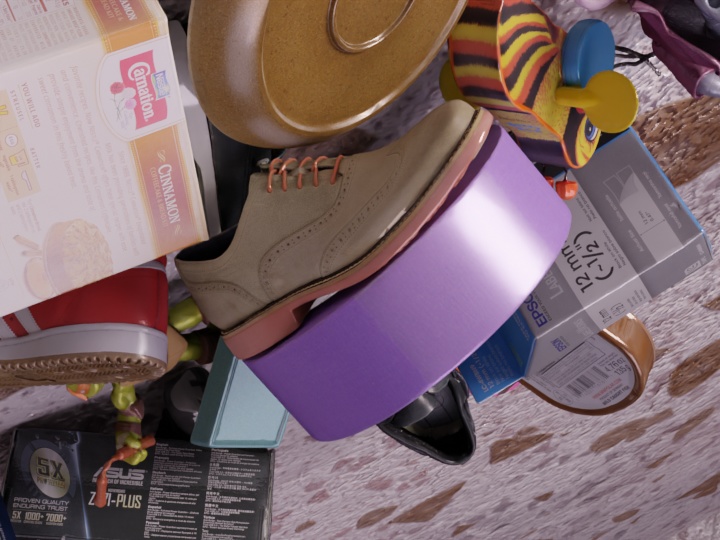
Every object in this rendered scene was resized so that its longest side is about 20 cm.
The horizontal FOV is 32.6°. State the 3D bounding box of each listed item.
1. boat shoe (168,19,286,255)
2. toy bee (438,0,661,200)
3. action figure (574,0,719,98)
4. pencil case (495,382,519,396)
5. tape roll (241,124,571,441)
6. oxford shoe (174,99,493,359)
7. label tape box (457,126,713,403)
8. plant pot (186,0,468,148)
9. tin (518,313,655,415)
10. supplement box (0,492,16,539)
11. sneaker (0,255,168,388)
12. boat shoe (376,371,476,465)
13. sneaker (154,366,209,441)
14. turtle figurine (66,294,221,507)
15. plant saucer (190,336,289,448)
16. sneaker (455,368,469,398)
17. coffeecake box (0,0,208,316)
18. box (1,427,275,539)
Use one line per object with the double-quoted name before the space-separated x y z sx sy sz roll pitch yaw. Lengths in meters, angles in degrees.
"boat shoe" -0.069 -0.064 0.688 0.060 0.076 0.200 -17 153 -10
"toy bee" 0.121 -0.100 0.750 0.199 0.131 0.110 8 94 -31
"action figure" 0.194 -0.156 0.750 0.147 0.135 0.200 4 -176 9
"pencil case" 0.146 0.028 1.063 0.093 0.091 0.200 -31 162 -36
"tape roll" 0.024 0.006 0.713 0.200 0.066 0.200 -40 -170 8
"oxford shoe" -0.020 -0.030 0.630 0.200 0.074 0.071 -38 -168 26
"label tape box" 0.128 -0.020 0.883 0.199 0.144 0.066 -32 154 8
"plant pot" 0.001 -0.140 0.598 0.200 0.027 0.201 -37 150 -26
"tin" 0.143 0.043 0.981 0.112 0.199 0.042 -48 -170 44
"supplement box" -0.313 0.158 0.705 0.134 0.201 0.200 -33 155 9
"sneaker" -0.199 0.006 0.716 0.198 0.114 0.071 -2 162 17
"boat shoe" 0.034 0.085 0.877 0.074 0.066 0.200 -29 141 1
"sneaker" -0.133 0.143 1.003 0.079 0.076 0.200 -24 154 -4
"turtle figurine" -0.139 0.058 0.841 0.160 0.064 0.201 -20 128 -33
"plant saucer" -0.057 0.035 0.831 0.069 0.019 0.201 5 111 -33
"sneaker" 0.045 0.084 1.026 0.077 0.113 0.200 -29 154 4
"coffeecake box" -0.183 -0.051 0.580 0.199 0.073 0.154 -21 145 -14
"box" -0.170 0.201 0.968 0.198 0.087 0.164 5 149 -2
